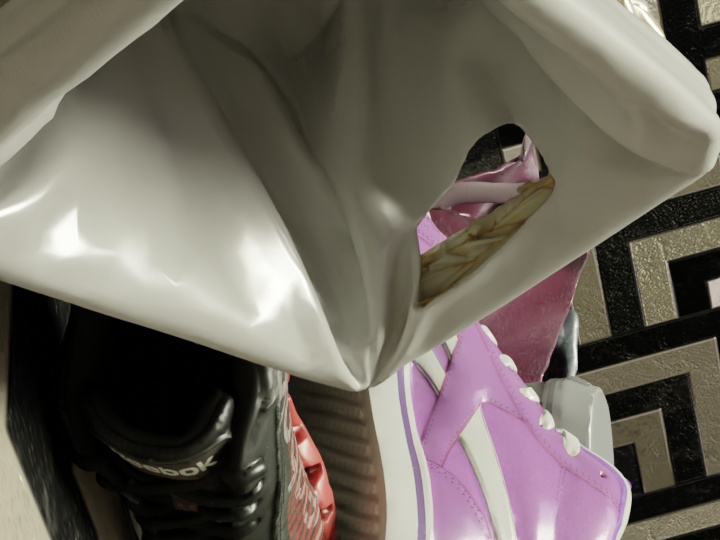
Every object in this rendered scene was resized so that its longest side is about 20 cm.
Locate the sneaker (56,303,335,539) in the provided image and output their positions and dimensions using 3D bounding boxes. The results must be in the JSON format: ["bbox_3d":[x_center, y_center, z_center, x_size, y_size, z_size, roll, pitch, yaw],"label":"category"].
[{"bbox_3d":[-0.051,0.055,0.607,0.098,0.071,0.201,-68,158,-60],"label":"sneaker"}]

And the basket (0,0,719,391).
[{"bbox_3d":[-0.022,-0.068,0.480,0.200,0.136,0.123,24,37,-55],"label":"basket"}]

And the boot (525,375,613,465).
[{"bbox_3d":[0.047,0.137,0.756,0.074,0.095,0.200,61,29,-54],"label":"boot"}]

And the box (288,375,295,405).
[{"bbox_3d":[-0.002,0.117,1.103,0.200,0.117,0.197,-104,178,-79],"label":"box"}]

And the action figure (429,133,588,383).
[{"bbox_3d":[0.000,0.000,0.847,0.134,0.200,0.149,-98,-160,-65],"label":"action figure"}]

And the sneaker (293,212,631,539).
[{"bbox_3d":[0.039,0.053,0.725,0.073,0.114,0.201,126,-31,-47],"label":"sneaker"}]
